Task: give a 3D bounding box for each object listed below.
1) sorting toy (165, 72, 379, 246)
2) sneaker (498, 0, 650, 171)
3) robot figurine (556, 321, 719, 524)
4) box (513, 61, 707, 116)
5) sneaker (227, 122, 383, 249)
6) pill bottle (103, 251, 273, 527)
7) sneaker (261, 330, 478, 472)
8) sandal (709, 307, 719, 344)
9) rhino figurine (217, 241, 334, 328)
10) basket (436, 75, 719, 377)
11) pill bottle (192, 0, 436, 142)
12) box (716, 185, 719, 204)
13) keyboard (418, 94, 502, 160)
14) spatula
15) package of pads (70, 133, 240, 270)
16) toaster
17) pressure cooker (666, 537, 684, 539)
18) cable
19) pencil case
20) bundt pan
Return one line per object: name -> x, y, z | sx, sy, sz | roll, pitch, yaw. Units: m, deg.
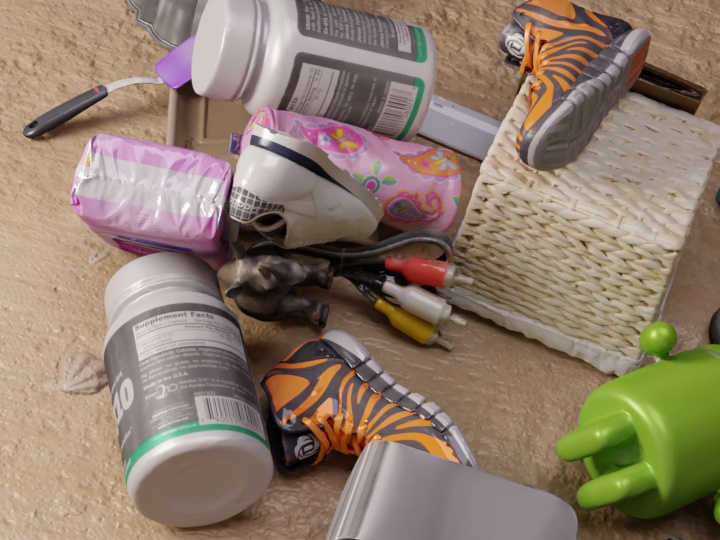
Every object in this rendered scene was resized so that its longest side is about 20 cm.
sorting toy -> -0.081, -0.097, 1.755 | 0.199, 0.037, 0.185 | 10, 46, -12
sneaker -> 0.156, -0.161, 1.627 | 0.112, 0.078, 0.200 | 27, 44, 18
robot figurine -> 0.260, 0.130, 1.567 | 0.200, 0.116, 0.176 | -18, 81, -30
box -> 0.226, -0.157, 1.783 | 0.163, 0.200, 0.021 | 22, 74, 5
sneaker -> -0.048, -0.053, 1.555 | 0.076, 0.200, 0.081 | 18, 83, 30
pill bottle -> -0.140, 0.090, 1.504 | 0.113, 0.113, 0.200 | -2, 48, -16
sneaker -> -0.003, 0.137, 1.521 | 0.112, 0.078, 0.200 | -30, 50, -30
sandal -> 0.371, 0.095, 1.672 | 0.082, 0.055, 0.200 | -6, 49, -20
rhino figurine -> -0.071, 0.010, 1.553 | 0.087, 0.200, 0.060 | 10, 84, 3
basket -> 0.197, -0.050, 1.693 | 0.200, 0.161, 0.198 | 23, 45, 5
pill bottle -> -0.042, -0.185, 1.724 | 0.200, 0.113, 0.113 | 11, 44, -20
box -> 0.407, -0.017, 1.790 | 0.082, 0.049, 0.200 | -2, 48, -16
keyboard -> 0.144, -0.116, 1.846 | 0.200, 0.011, 0.056 | 23, 51, 8
spatula -> -0.219, -0.167, 1.759 | 0.200, 0.021, 0.057 | -25, 40, -14
package of pads -> -0.162, -0.054, 1.566 | 0.120, 0.200, 0.076 | 14, 83, 1
toaster -> 0.045, 0.236, 1.371 | 0.200, 0.181, 0.119 | 18, 43, 1
pressure cooker -> 0.250, 0.294, 1.367 | 0.199, 0.179, 0.176 | 3, 50, -12
cable -> 0.000, 0.000, 1.639 | 0.199, 0.097, 0.050 | 14, 24, -3
pencil case -> -0.012, -0.085, 1.681 | 0.200, 0.088, 0.088 | 11, 44, -23
bundt pan -> -0.129, -0.292, 1.894 | 0.201, 0.076, 0.202 | 7, 47, -7
